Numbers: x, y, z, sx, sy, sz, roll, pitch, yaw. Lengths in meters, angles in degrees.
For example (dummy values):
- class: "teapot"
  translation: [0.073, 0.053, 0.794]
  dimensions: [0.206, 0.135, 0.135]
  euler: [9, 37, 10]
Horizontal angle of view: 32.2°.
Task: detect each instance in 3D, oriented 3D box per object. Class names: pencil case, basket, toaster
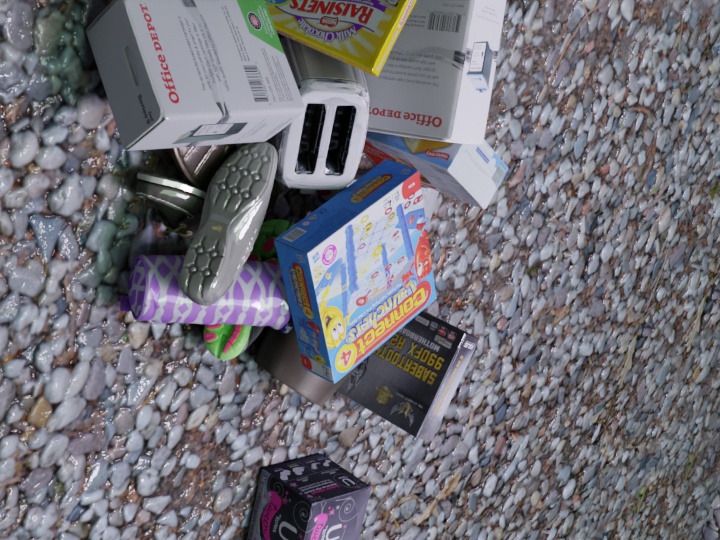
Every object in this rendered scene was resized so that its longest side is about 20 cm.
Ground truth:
- class: "pencil case"
  translation: [-0.177, 0.026, 1.480]
  dimensions: [0.199, 0.085, 0.084]
  euler: [7, 68, -25]
- class: "basket"
  translation: [-0.041, 0.069, 1.673]
  dimensions: [0.180, 0.136, 0.200]
  euler: [34, 88, -29]
- class: "toaster"
  translation: [-0.051, -0.189, 1.471]
  dimensions: [0.113, 0.129, 0.201]
  euler: [2, 128, -16]

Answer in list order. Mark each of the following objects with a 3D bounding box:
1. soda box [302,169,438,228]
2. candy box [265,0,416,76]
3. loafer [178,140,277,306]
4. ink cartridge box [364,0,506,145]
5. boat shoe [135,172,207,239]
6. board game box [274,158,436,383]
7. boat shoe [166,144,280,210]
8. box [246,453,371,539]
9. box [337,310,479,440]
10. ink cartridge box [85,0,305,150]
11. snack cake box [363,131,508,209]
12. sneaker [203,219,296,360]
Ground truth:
- class: "soda box"
  translation: [0.018, -0.098, 1.698]
  dimensions: [0.199, 0.068, 0.064]
  euler: [2, 109, -49]
- class: "candy box"
  translation: [-0.044, -0.302, 1.406]
  dimensions: [0.103, 0.199, 0.026]
  euler: [-64, 160, 1]
- class: "loafer"
  translation: [-0.148, -0.054, 1.422]
  dimensions: [0.201, 0.070, 0.070]
  euler: [-64, 167, -12]
- class: "ink cartridge box"
  translation: [0.084, -0.260, 1.504]
  dimensions: [0.086, 0.146, 0.201]
  euler: [-2, 103, -55]
- class: "boat shoe"
  translation: [-0.195, -0.064, 1.467]
  dimensions: [0.201, 0.072, 0.061]
  euler: [25, 86, -56]
- class: "board game box"
  translation: [0.000, 0.000, 1.508]
  dimensions: [0.200, 0.056, 0.197]
  euler: [-38, 134, -32]
- class: "boat shoe"
  translation: [-0.175, -0.128, 1.459]
  dimensions: [0.072, 0.068, 0.200]
  euler: [-51, 143, -4]
- class: "box"
  translation: [-0.083, 0.390, 1.818]
  dimensions: [0.132, 0.114, 0.201]
  euler: [-6, 114, -48]
- class: "box"
  translation: [0.047, 0.123, 1.750]
  dimensions: [0.048, 0.200, 0.159]
  euler: [23, 94, -56]
- class: "ink cartridge box"
  translation: [-0.176, -0.215, 1.340]
  dimensions: [0.199, 0.084, 0.147]
  euler: [-10, 76, -46]
- class: "snack cake box"
  translation: [0.080, -0.160, 1.627]
  dimensions: [0.067, 0.200, 0.115]
  euler: [-60, 142, -6]
- class: "sneaker"
  translation: [-0.139, 0.022, 1.596]
  dimensions: [0.201, 0.077, 0.084]
  euler: [-60, 171, -11]
